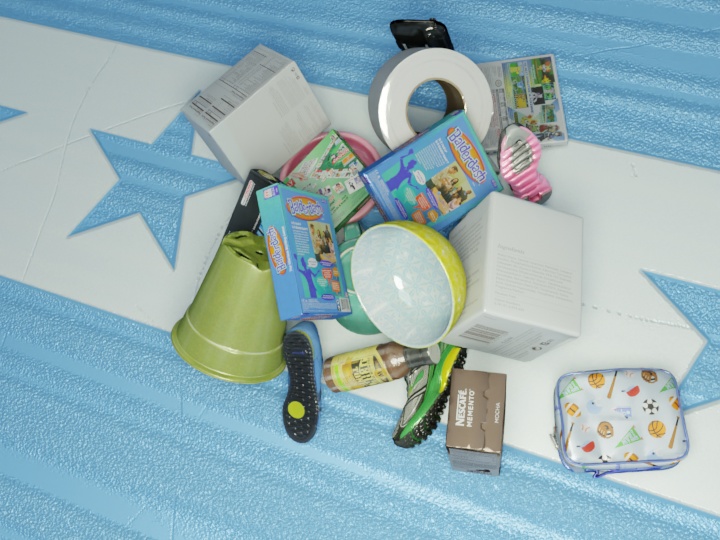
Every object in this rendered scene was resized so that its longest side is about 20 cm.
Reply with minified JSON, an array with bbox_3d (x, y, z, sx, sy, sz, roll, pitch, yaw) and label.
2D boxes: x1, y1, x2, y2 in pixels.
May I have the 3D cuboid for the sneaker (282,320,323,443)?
[{"bbox_3d":[-0.087,0.182,1.258,0.065,0.078,0.202,4,104,16],"label":"sneaker"}]

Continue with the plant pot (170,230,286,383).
[{"bbox_3d":[-0.188,0.047,1.239,0.199,0.200,0.191,31,116,21],"label":"plant pot"}]

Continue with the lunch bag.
[{"bbox_3d":[0.389,0.233,1.167,0.198,0.076,0.162,-5,68,7],"label":"lunch bag"}]

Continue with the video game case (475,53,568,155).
[{"bbox_3d":[0.288,-0.314,1.449,0.180,0.022,0.202,-6,65,8],"label":"video game case"}]

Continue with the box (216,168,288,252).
[{"bbox_3d":[-0.162,-0.054,1.351,0.158,0.046,0.201,34,110,21],"label":"box"}]

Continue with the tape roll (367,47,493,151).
[{"bbox_3d":[0.119,-0.288,1.350,0.200,0.139,0.205,-2,107,-6],"label":"tape roll"}]

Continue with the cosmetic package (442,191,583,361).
[{"bbox_3d":[0.237,0.015,1.208,0.165,0.167,0.202,14,67,-13],"label":"cosmetic package"}]

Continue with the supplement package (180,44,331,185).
[{"bbox_3d":[-0.195,-0.287,1.429,0.200,0.152,0.150,-42,42,-9],"label":"supplement package"}]

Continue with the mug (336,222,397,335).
[{"bbox_3d":[-0.004,0.010,1.310,0.185,0.115,0.152,41,79,22],"label":"mug"}]

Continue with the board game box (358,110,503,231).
[{"bbox_3d":[0.118,-0.149,1.273,0.199,0.045,0.153,-32,106,-6],"label":"board game box"}]

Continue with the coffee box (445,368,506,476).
[{"bbox_3d":[0.174,0.229,1.136,0.079,0.200,0.114,5,67,12],"label":"coffee box"}]

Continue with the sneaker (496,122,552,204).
[{"bbox_3d":[0.266,-0.189,1.310,0.078,0.200,0.096,-26,53,5],"label":"sneaker"}]

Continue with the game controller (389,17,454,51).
[{"bbox_3d":[0.119,-0.428,1.437,0.103,0.200,0.043,16,90,14],"label":"game controller"}]

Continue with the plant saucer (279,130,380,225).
[{"bbox_3d":[-0.051,-0.163,1.429,0.198,0.051,0.203,-4,67,9],"label":"plant saucer"}]

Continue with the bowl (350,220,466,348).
[{"bbox_3d":[0.092,0.006,1.175,0.200,0.201,0.107,39,44,23],"label":"bowl"}]

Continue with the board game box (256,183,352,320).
[{"bbox_3d":[-0.085,-0.025,1.191,0.045,0.152,0.202,-16,79,27],"label":"board game box"}]

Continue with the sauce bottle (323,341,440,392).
[{"bbox_3d":[0.033,0.149,1.232,0.199,0.065,0.065,-19,62,31],"label":"sauce bottle"}]

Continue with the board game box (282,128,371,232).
[{"bbox_3d":[-0.073,-0.130,1.355,0.200,0.029,0.135,-44,74,15],"label":"board game box"}]

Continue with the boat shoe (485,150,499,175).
[{"bbox_3d":[0.163,-0.144,1.369,0.200,0.074,0.067,-39,66,-8],"label":"boat shoe"}]

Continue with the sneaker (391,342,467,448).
[{"bbox_3d":[0.100,0.195,1.242,0.085,0.078,0.201,18,62,24],"label":"sneaker"}]
